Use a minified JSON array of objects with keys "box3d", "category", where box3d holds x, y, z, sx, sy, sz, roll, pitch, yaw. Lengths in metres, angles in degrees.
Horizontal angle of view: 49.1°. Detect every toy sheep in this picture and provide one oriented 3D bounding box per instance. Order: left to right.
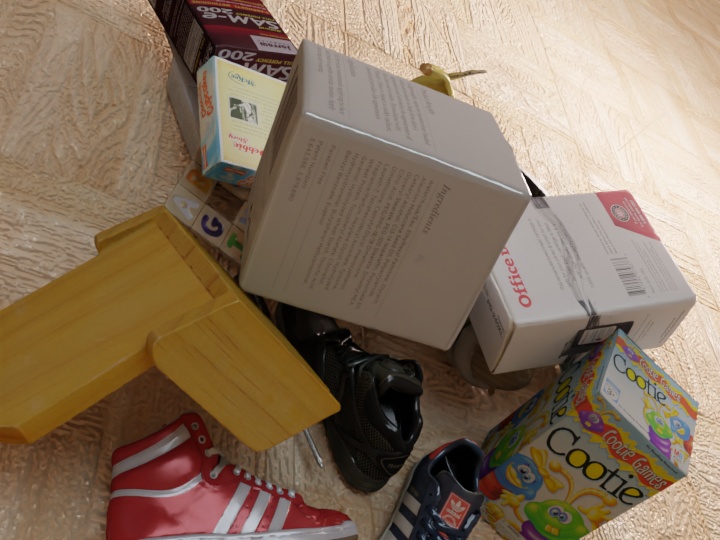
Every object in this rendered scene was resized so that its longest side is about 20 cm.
[{"box3d":[0.147,0.053,0.863,0.136,0.139,0.202,25,28,-19],"category":"toy sheep"}]

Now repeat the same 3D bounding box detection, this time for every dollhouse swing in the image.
[{"box3d":[-0.156,0.073,0.594,0.183,0.176,0.199,51,-8,-36],"category":"dollhouse swing"}]

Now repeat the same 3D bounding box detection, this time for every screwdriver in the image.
[{"box3d":[-0.077,0.086,0.718,0.029,0.028,0.203,35,25,-57],"category":"screwdriver"}]

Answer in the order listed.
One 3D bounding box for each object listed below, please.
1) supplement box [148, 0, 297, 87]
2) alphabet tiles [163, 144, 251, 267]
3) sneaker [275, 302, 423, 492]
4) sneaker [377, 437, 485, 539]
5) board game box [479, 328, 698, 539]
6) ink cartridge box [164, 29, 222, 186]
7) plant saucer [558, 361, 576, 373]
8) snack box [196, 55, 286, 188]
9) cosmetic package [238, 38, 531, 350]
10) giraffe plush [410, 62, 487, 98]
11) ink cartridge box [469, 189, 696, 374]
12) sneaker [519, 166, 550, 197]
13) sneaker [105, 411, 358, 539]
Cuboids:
[{"box3d":[-0.158,-0.277,0.886,0.107,0.062,0.202,-5,48,-37],"category":"supplement box"},{"box3d":[-0.097,-0.087,0.829,0.166,0.008,0.203,36,52,-19],"category":"alphabet tiles"},{"box3d":[-0.005,0.085,0.718,0.075,0.115,0.202,-2,54,-42],"category":"sneaker"},{"box3d":[0.062,0.224,0.669,0.074,0.085,0.202,33,40,-10],"category":"sneaker"},{"box3d":[0.203,0.170,0.744,0.105,0.201,0.103,41,38,2],"category":"board game box"},{"box3d":[-0.121,-0.181,0.916,0.193,0.043,0.203,0,54,-38],"category":"ink cartridge box"},{"box3d":[0.242,0.088,0.907,0.200,0.027,0.205,-17,91,-84],"category":"plant saucer"},{"box3d":[-0.076,-0.136,0.828,0.197,0.037,0.119,11,63,-41],"category":"snack box"},{"box3d":[0.013,-0.066,0.686,0.195,0.167,0.166,18,31,-14],"category":"cosmetic package"},{"box3d":[0.068,-0.150,0.981,0.171,0.196,0.167,0,87,-55],"category":"giraffe plush"},{"box3d":[0.199,0.007,0.774,0.195,0.084,0.148,-6,53,-16],"category":"ink cartridge box"},{"box3d":[0.213,-0.152,1.146,0.199,0.076,0.116,39,41,0],"category":"sneaker"},{"box3d":[-0.094,0.168,0.598,0.196,0.071,0.115,7,53,-33],"category":"sneaker"}]
